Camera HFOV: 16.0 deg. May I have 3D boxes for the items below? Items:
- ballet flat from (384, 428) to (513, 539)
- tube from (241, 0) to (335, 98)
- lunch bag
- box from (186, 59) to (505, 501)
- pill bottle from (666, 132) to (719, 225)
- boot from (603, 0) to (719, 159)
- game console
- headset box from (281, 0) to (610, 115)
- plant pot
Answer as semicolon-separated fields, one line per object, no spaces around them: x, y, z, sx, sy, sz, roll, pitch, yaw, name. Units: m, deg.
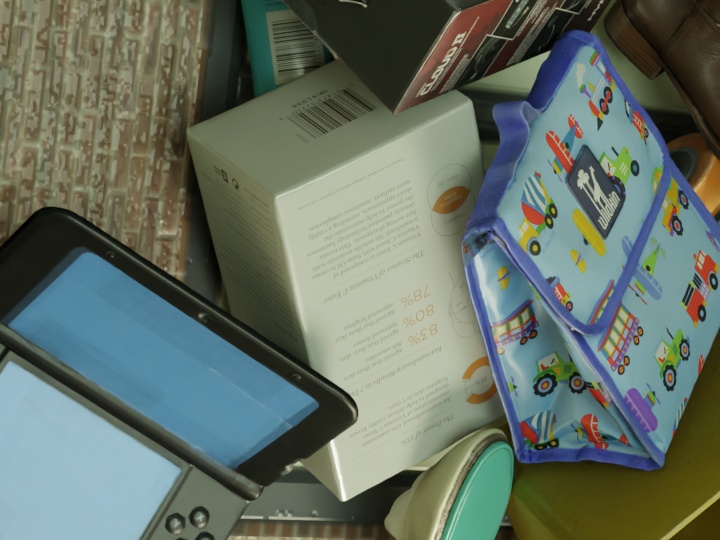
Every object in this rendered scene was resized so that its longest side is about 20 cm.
0.039;0.164;1.435;0.069;0.070;0.201;-9;124;-25;ballet flat
-0.042;-0.188;1.386;0.077;0.050;0.201;-9;96;-34;tube
0.113;-0.017;1.358;0.200;0.094;0.151;60;45;-36;lunch bag
0.000;0.000;1.370;0.124;0.097;0.201;-26;126;-21;box
0.239;0.009;1.517;0.200;0.106;0.106;45;77;-25;pill bottle
0.245;-0.149;1.408;0.186;0.200;0.064;39;45;4;boot
-0.135;0.089;1.320;0.200;0.116;0.176;34;82;-15;game console
0.031;-0.173;1.324;0.149;0.077;0.200;47;39;17;headset box
0.187;0.141;1.454;0.200;0.176;0.201;-36;129;-17;plant pot
